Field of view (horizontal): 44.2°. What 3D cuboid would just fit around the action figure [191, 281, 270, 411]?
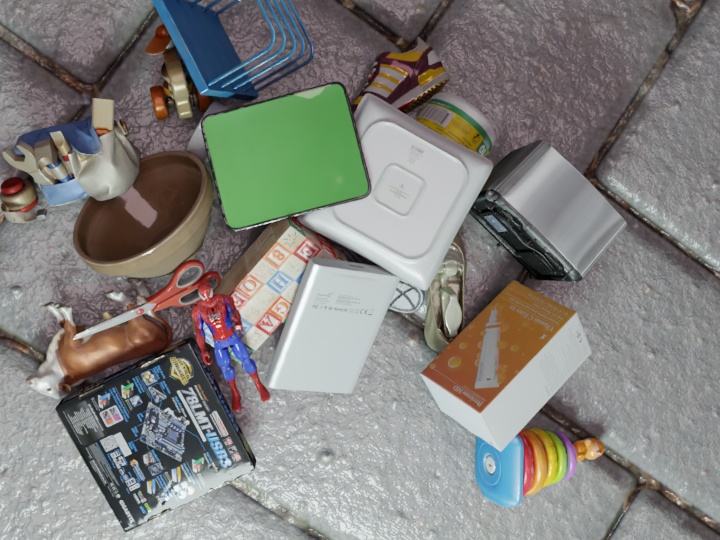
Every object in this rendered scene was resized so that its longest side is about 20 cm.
[{"bbox_3d":[-0.169,0.109,1.150,0.065,0.099,0.200,-20,119,-4],"label":"action figure"}]

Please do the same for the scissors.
[{"bbox_3d":[-0.278,0.052,1.175,0.200,0.073,0.014,-34,55,-4],"label":"scissors"}]

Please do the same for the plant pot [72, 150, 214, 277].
[{"bbox_3d":[-0.273,-0.059,1.189,0.201,0.201,0.093,-41,135,-9],"label":"plant pot"}]

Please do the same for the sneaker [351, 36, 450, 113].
[{"bbox_3d":[0.029,-0.263,1.289,0.200,0.075,0.090,-31,85,-16],"label":"sneaker"}]

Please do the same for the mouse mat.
[{"bbox_3d":[-0.098,-0.149,1.161,0.200,0.008,0.161,-14,86,2],"label":"mouse mat"}]

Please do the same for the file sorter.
[{"bbox_3d":[-0.158,-0.318,1.172,0.123,0.200,0.139,-27,92,15],"label":"file sorter"}]

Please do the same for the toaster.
[{"bbox_3d":[0.253,-0.079,1.252,0.181,0.200,0.119,43,86,-5],"label":"toaster"}]

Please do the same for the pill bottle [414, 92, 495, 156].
[{"bbox_3d":[0.093,-0.142,1.261,0.113,0.113,0.200,38,81,-6],"label":"pill bottle"}]

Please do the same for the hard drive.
[{"bbox_3d":[-0.039,0.079,1.212,0.132,0.027,0.200,8,118,-28],"label":"hard drive"}]

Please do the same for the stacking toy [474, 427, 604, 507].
[{"bbox_3d":[0.272,0.272,1.299,0.200,0.116,0.110,-3,97,-24],"label":"stacking toy"}]

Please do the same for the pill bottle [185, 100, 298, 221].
[{"bbox_3d":[-0.134,-0.148,1.229,0.200,0.113,0.113,29,83,-7],"label":"pill bottle"}]

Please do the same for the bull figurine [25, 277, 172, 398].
[{"bbox_3d":[-0.359,0.092,1.197,0.200,0.065,0.121,-19,107,-14],"label":"bull figurine"}]

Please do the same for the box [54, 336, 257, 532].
[{"bbox_3d":[-0.271,0.220,1.193,0.198,0.050,0.200,-27,100,-2],"label":"box"}]

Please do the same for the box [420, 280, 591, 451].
[{"bbox_3d":[0.205,0.130,1.246,0.200,0.124,0.098,-44,132,-15],"label":"box"}]

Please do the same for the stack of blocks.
[{"bbox_3d":[-0.122,0.031,1.209,0.115,0.059,0.200,37,103,-28],"label":"stack of blocks"}]

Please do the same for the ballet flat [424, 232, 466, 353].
[{"bbox_3d":[0.127,0.021,1.291,0.069,0.069,0.200,-1,87,-10],"label":"ballet flat"}]

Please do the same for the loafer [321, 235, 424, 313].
[{"bbox_3d":[0.000,0.000,1.281,0.200,0.063,0.072,25,113,-2],"label":"loafer"}]

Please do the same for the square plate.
[{"bbox_3d":[0.048,-0.105,1.177,0.200,0.028,0.198,29,89,-3],"label":"square plate"}]

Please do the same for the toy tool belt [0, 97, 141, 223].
[{"bbox_3d":[-0.399,-0.155,1.170,0.200,0.125,0.123,-16,130,2],"label":"toy tool belt"}]

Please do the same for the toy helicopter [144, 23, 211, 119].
[{"bbox_3d":[-0.243,-0.265,1.170,0.079,0.200,0.132,-12,107,-10],"label":"toy helicopter"}]
